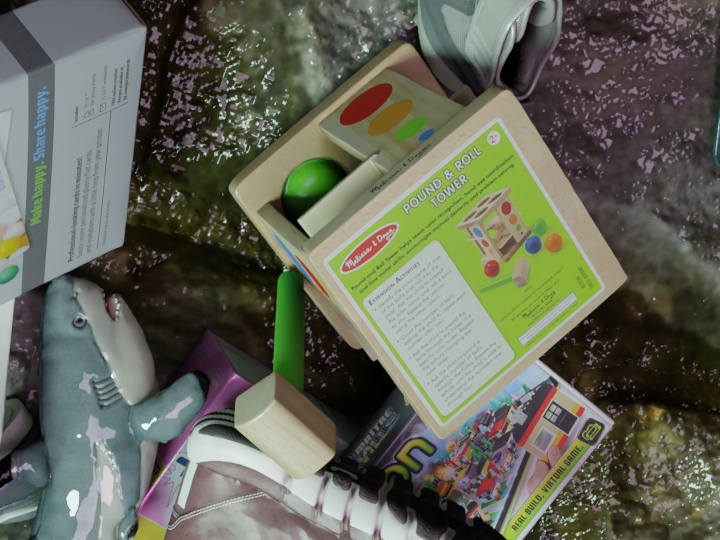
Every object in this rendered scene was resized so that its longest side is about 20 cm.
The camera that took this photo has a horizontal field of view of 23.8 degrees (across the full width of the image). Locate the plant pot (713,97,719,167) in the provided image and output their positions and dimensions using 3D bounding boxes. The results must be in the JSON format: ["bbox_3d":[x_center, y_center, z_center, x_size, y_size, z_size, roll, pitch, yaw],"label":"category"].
[{"bbox_3d":[0.329,-0.117,0.965,0.198,0.141,0.143,-7,113,-24],"label":"plant pot"}]

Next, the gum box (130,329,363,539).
[{"bbox_3d":[-0.037,0.138,0.974,0.199,0.066,0.114,34,96,-27],"label":"gum box"}]

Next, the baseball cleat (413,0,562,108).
[{"bbox_3d":[0.057,-0.178,0.864,0.069,0.106,0.202,-32,123,-20],"label":"baseball cleat"}]

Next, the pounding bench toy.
[{"bbox_3d":[0.000,0.000,0.879,0.200,0.156,0.125,-40,117,-6],"label":"pounding bench toy"}]

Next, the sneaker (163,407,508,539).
[{"bbox_3d":[-0.012,0.160,0.876,0.198,0.076,0.117,25,98,7],"label":"sneaker"}]

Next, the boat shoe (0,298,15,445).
[{"bbox_3d":[-0.211,0.053,0.849,0.063,0.071,0.203,10,72,-21],"label":"boat shoe"}]

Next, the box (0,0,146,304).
[{"bbox_3d":[-0.191,-0.031,0.756,0.199,0.041,0.157,-27,152,-30],"label":"box"}]

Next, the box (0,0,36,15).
[{"bbox_3d":[-0.125,-0.195,0.826,0.200,0.049,0.082,-43,117,0],"label":"box"}]

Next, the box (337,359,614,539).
[{"bbox_3d":[0.038,0.128,0.941,0.110,0.035,0.201,37,93,-27],"label":"box"}]

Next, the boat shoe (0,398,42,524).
[{"bbox_3d":[-0.241,0.155,0.909,0.200,0.073,0.062,-41,114,-6],"label":"boat shoe"}]

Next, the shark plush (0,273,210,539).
[{"bbox_3d":[-0.160,0.108,0.890,0.083,0.091,0.202,24,91,-33],"label":"shark plush"}]
